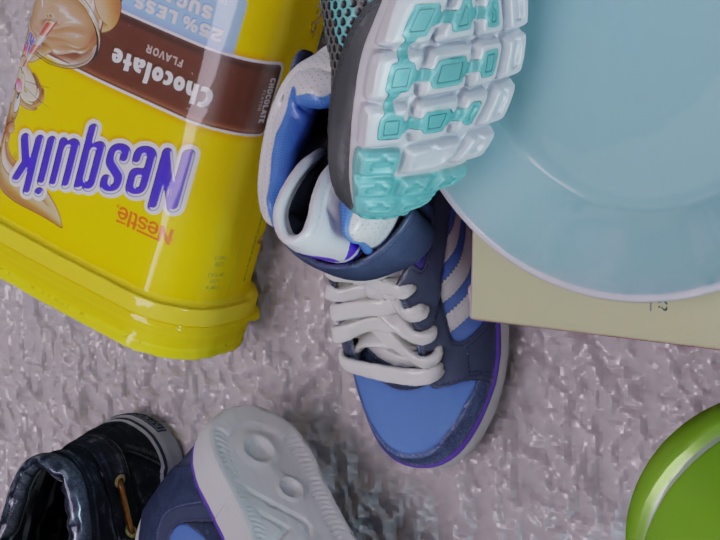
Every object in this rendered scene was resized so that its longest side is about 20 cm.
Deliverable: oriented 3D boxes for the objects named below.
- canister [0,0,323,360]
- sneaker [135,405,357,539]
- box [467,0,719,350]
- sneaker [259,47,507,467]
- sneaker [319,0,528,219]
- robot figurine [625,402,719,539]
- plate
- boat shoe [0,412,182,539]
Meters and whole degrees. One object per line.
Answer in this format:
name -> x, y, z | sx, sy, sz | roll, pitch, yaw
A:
canister -> -0.099, -0.079, 0.898 | 0.149, 0.087, 0.200 | 26, 110, 26
sneaker -> -0.053, 0.178, 0.879 | 0.146, 0.081, 0.200 | -59, 41, 39
box -> 0.152, -0.063, 0.734 | 0.200, 0.097, 0.176 | 6, 102, 32
sneaker -> 0.000, 0.000, 0.802 | 0.081, 0.146, 0.200 | 10, 103, 30
sneaker -> 0.012, -0.120, 0.695 | 0.091, 0.078, 0.200 | 21, 107, 45
robot figurine -> 0.171, 0.120, 0.704 | 0.175, 0.200, 0.116 | -25, 117, -3
plate -> 0.101, -0.088, 0.689 | 0.200, 0.026, 0.200 | 6, 102, 31
boat shoe -> -0.146, 0.176, 0.969 | 0.071, 0.091, 0.200 | 13, 105, 30
